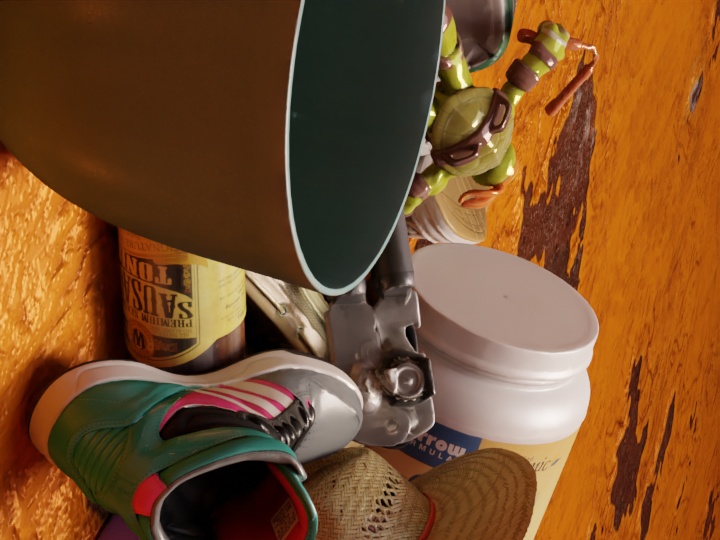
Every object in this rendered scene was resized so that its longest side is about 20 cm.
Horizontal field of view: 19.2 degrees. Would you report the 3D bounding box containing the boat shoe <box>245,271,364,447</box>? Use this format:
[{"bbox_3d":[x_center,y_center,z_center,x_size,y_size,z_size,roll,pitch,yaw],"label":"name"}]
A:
[{"bbox_3d":[-0.049,0.037,1.194,0.063,0.073,0.201,-49,137,-33],"label":"boat shoe"}]

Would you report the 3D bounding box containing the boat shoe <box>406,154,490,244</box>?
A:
[{"bbox_3d":[0.044,-0.048,1.432,0.200,0.069,0.071,-45,116,-78],"label":"boat shoe"}]

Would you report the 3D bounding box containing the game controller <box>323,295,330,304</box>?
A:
[{"bbox_3d":[-0.042,0.057,1.316,0.104,0.042,0.201,48,53,-86],"label":"game controller"}]

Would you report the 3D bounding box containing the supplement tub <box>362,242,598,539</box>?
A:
[{"bbox_3d":[0.055,0.099,1.303,0.145,0.144,0.200,-45,157,-61],"label":"supplement tub"}]

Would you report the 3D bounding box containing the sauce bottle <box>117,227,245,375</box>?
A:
[{"bbox_3d":[-0.088,0.017,1.081,0.066,0.066,0.201,-53,147,-55],"label":"sauce bottle"}]

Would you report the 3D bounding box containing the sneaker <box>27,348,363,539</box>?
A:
[{"bbox_3d":[-0.050,0.096,1.034,0.200,0.121,0.084,0,123,-44],"label":"sneaker"}]

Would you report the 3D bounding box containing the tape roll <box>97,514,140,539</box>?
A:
[{"bbox_3d":[-0.099,0.216,1.165,0.200,0.065,0.201,9,90,-73],"label":"tape roll"}]

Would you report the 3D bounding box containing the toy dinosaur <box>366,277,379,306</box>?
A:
[{"bbox_3d":[0.028,0.035,1.382,0.060,0.106,0.200,-41,105,-29],"label":"toy dinosaur"}]

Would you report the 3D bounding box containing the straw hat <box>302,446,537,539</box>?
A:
[{"bbox_3d":[-0.010,0.142,1.124,0.085,0.201,0.201,47,43,-20],"label":"straw hat"}]

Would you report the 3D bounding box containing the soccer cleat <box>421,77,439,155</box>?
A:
[{"bbox_3d":[0.018,-0.101,1.318,0.200,0.085,0.069,-14,113,-72],"label":"soccer cleat"}]

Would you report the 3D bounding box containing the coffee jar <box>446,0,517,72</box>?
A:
[{"bbox_3d":[0.063,-0.209,1.348,0.200,0.085,0.105,-73,157,-57],"label":"coffee jar"}]

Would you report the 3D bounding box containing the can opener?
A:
[{"bbox_3d":[0.000,0.000,1.178,0.067,0.053,0.201,149,-67,-78],"label":"can opener"}]

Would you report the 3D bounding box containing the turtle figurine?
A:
[{"bbox_3d":[0.047,-0.085,1.246,0.200,0.064,0.161,-42,133,5],"label":"turtle figurine"}]

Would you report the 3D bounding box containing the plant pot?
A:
[{"bbox_3d":[-0.069,-0.101,0.915,0.201,0.160,0.201,10,90,-73],"label":"plant pot"}]
